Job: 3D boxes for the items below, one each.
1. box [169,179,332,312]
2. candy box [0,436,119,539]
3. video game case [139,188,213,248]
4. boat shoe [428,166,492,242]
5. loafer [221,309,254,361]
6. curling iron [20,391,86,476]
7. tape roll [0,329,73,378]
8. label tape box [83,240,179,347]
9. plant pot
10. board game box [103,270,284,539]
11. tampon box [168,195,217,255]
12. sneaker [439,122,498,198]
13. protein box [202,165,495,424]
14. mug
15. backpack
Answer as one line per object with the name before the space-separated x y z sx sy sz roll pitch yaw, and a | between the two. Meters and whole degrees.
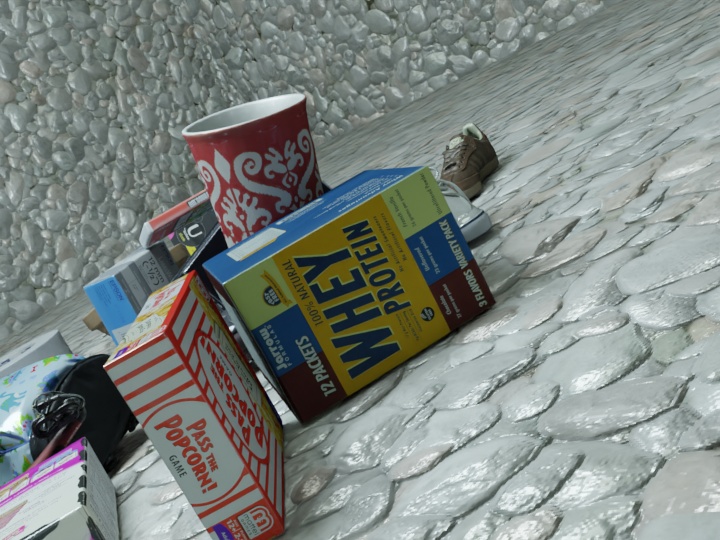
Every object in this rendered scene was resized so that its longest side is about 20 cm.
box | -0.139 -0.028 1.128 0.201 0.104 0.182 -55 12 -19
candy box | -0.265 0.216 0.711 0.136 0.061 0.200 -31 11 -12
video game case | -0.214 -0.096 1.242 0.199 0.018 0.143 -33 3 -18
boat shoe | 0.088 -0.077 1.050 0.074 0.087 0.202 -30 12 -7
loafer | -0.140 0.084 0.971 0.072 0.063 0.200 1 28 46
curling iron | -0.316 0.195 0.814 0.201 0.049 0.026 -58 24 -2
tape roll | -0.631 0.189 1.651 0.199 0.067 0.200 -27 11 6
label tape box | -0.291 0.038 1.298 0.066 0.144 0.200 -19 15 28
plant pot | -0.344 0.053 1.454 0.200 0.093 0.201 -37 5 4
board game box | -0.110 0.093 0.647 0.046 0.152 0.200 -28 13 1
tampon box | -0.285 -0.077 1.749 0.126 0.151 0.200 -27 12 7
sneaker | 0.136 -0.147 1.255 0.070 0.076 0.200 -22 13 29
protein box | -0.021 0.010 0.820 0.198 0.136 0.200 -31 12 -10
mug | -0.081 -0.081 0.969 0.177 0.202 0.133 -29 23 -35
backpack | -0.349 0.174 0.933 0.200 0.154 0.164 -35 21 33
